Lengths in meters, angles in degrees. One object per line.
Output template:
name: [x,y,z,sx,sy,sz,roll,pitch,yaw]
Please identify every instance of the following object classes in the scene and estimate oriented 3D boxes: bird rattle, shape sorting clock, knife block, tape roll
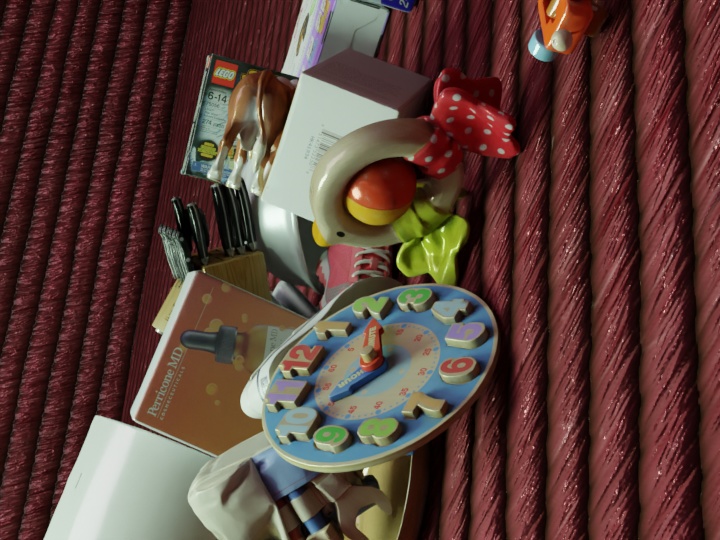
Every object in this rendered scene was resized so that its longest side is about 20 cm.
bird rattle: [0.040,-0.070,1.095,0.201,0.161,0.114,109,148,-55]
shape sorting clock: [0.013,0.076,1.045,0.198,0.039,0.201,-23,30,14]
knife block: [-0.126,0.010,1.401,0.177,0.199,0.064,-59,30,-6]
tape roll: [-0.194,0.244,1.337,0.141,0.201,0.202,-68,13,-13]

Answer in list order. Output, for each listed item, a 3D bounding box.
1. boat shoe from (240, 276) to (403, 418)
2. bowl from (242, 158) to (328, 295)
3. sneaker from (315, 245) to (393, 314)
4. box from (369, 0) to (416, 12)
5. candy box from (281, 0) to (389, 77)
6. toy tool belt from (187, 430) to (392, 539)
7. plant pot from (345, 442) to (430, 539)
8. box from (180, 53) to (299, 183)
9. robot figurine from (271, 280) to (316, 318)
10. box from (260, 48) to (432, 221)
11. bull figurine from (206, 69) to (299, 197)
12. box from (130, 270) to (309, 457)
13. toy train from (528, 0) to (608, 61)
boat shoe: [-0.027,0.071,1.186,0.065,0.072,0.200,-29,9,46]
bowl: [-0.079,-0.074,1.453,0.201,0.089,0.205,-2,-90,-74]
sneaker: [0.000,0.000,1.323,0.201,0.073,0.088,-112,41,-63]
box: [-0.034,-0.381,1.519,0.184,0.197,0.106,-117,43,-67]
candy box: [-0.036,-0.280,1.692,0.201,0.071,0.170,-109,35,-63]
toy tool belt: [-0.036,0.185,1.122,0.198,0.124,0.125,-28,9,11]
plant pot: [0.020,0.194,1.171,0.200,0.027,0.203,-166,90,-75]
box: [-0.092,-0.152,1.540,0.040,0.197,0.139,-164,86,-75]
robot figurine: [-0.119,0.104,1.569,0.113,0.169,0.201,47,128,22]
box: [-0.008,-0.125,1.281,0.200,0.096,0.126,-52,-18,-71]
bull figurine: [-0.091,-0.133,1.277,0.200,0.064,0.123,9,-82,-83]
box: [-0.101,0.109,1.299,0.106,0.198,0.154,174,119,-78]
toy train: [0.172,-0.249,0.941,0.152,0.055,0.201,-94,19,-44]
